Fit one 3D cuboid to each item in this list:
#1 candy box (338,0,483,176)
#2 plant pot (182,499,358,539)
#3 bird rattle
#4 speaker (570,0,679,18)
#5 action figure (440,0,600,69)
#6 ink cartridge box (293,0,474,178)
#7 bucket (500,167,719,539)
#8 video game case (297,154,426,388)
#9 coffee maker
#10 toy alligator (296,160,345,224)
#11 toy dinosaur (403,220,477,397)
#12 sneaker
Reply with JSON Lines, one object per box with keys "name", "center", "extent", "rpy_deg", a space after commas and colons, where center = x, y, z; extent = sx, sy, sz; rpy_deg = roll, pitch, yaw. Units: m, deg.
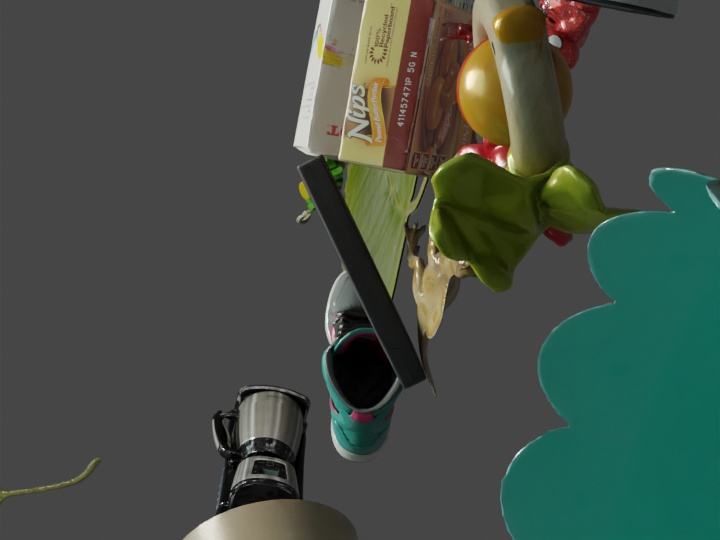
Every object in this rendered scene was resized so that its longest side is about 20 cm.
{"name": "candy box", "center": [0.055, -0.125, 1.062], "extent": [0.200, 0.055, 0.116], "rpy_deg": [-3, -75, -66]}
{"name": "plant pot", "center": [-0.072, 0.348, 1.383], "extent": [0.200, 0.187, 0.188], "rpy_deg": [-107, 24, -43]}
{"name": "bird rattle", "center": [0.094, -0.077, 0.828], "extent": [0.200, 0.112, 0.163], "rpy_deg": [-71, -27, -73]}
{"name": "speaker", "center": [0.144, -0.235, 0.767], "extent": [0.081, 0.081, 0.200], "rpy_deg": [-118, 38, -78]}
{"name": "action figure", "center": [0.107, -0.210, 0.977], "extent": [0.065, 0.099, 0.200], "rpy_deg": [109, 166, -54]}
{"name": "ink cartridge box", "center": [0.033, -0.186, 1.293], "extent": [0.145, 0.147, 0.200], "rpy_deg": [-142, 63, -82]}
{"name": "bucket", "center": [0.114, 0.088, 0.342], "extent": [0.207, 0.134, 0.208], "rpy_deg": [-171, 90, -83]}
{"name": "video game case", "center": [0.000, 0.000, 1.288], "extent": [0.181, 0.025, 0.200], "rpy_deg": [-144, 29, -89]}
{"name": "coffee maker", "center": [-0.131, 0.294, 2.109], "extent": [0.200, 0.134, 0.192], "rpy_deg": [-87, -13, -50]}
{"name": "toy alligator", "center": [-0.057, -0.119, 2.298], "extent": [0.054, 0.059, 0.200], "rpy_deg": [50, 148, 22]}
{"name": "toy dinosaur", "center": [0.059, 0.014, 1.186], "extent": [0.200, 0.058, 0.101], "rpy_deg": [110, 166, -55]}
{"name": "sneaker", "center": [0.001, 0.070, 1.439], "extent": [0.121, 0.083, 0.200], "rpy_deg": [103, 166, -62]}
